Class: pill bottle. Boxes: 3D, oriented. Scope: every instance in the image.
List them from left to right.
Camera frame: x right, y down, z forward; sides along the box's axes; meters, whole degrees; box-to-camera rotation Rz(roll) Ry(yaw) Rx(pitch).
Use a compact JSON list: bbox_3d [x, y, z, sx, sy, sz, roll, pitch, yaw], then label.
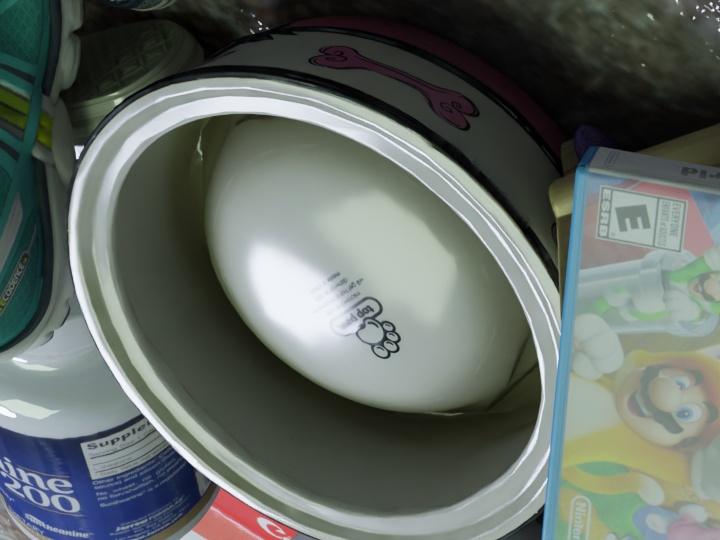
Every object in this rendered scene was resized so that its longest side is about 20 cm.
[{"bbox_3d":[-0.121,0.038,1.109,0.111,0.111,0.200,26,154,18],"label":"pill bottle"}]

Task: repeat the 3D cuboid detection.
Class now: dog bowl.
[{"bbox_3d":[0.000,0.000,0.893,0.200,0.074,0.200,17,131,21],"label":"dog bowl"}]

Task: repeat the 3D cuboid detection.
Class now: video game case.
[{"bbox_3d":[0.154,0.048,0.738,0.200,0.018,0.143,11,119,15],"label":"video game case"}]

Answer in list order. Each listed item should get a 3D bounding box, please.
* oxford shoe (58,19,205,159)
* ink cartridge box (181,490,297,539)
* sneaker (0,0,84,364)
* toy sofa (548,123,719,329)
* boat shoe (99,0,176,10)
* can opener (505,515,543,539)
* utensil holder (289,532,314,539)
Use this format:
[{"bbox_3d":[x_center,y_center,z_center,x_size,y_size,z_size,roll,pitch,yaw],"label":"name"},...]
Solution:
[{"bbox_3d":[-0.126,-0.054,1.007,0.200,0.075,0.058,-3,133,45],"label":"oxford shoe"},{"bbox_3d":[-0.040,0.180,1.335,0.161,0.050,0.200,31,156,7],"label":"ink cartridge box"},{"bbox_3d":[-0.147,-0.064,0.918,0.077,0.080,0.200,-5,91,40],"label":"sneaker"},{"bbox_3d":[0.138,0.034,0.845,0.083,0.098,0.200,-18,130,20],"label":"toy sofa"},{"bbox_3d":[-0.106,-0.132,0.826,0.075,0.093,0.200,24,152,22],"label":"boat shoe"},{"bbox_3d":[0.044,0.080,1.000,0.200,0.053,0.066,34,149,-3],"label":"can opener"},{"bbox_3d":[0.033,0.222,1.181,0.200,0.170,0.170,42,153,-13],"label":"utensil holder"}]
